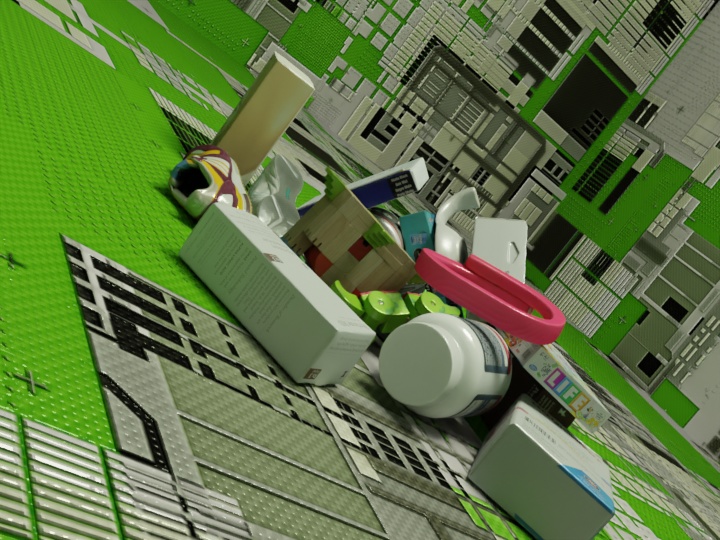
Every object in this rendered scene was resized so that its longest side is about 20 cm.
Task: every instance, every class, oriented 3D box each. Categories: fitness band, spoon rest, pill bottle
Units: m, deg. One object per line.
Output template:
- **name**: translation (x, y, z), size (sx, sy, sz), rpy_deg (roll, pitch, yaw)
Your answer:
- **fitness band**: translation (0.158, 0.029, 1.184), size (0.198, 0.038, 0.143), rpy_deg (30, 17, 14)
- **spoon rest**: translation (0.141, -0.051, 1.497), size (0.202, 0.060, 0.100), rpy_deg (-68, 145, -46)
- **pill bottle**: translation (0.016, -0.041, 1.516), size (0.113, 0.114, 0.200), rpy_deg (38, 10, -1)
- **pill bottle**: translation (0.099, 0.112, 1.131), size (0.119, 0.120, 0.199), rpy_deg (43, 10, 23)

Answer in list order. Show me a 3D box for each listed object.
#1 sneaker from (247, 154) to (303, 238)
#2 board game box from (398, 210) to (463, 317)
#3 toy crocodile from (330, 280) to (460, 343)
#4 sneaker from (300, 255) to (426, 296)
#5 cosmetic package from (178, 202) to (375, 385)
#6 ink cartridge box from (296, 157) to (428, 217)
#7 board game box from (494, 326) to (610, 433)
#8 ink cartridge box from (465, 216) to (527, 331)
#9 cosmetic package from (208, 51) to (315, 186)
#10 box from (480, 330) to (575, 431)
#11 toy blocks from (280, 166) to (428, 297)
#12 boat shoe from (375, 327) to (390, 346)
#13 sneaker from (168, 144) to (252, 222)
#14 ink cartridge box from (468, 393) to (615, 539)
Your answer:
- **sneaker**: translation (-0.126, -0.076, 1.314), size (0.070, 0.080, 0.202), rpy_deg (42, 27, -23)
- **board game box**: translation (0.117, 0.013, 1.525), size (0.151, 0.046, 0.204), rpy_deg (2, 75, -76)
- **toy crocodile**: translation (0.042, 0.052, 1.206), size (0.197, 0.068, 0.062), rpy_deg (4, 46, -33)
- **sneaker**: translation (0.000, 0.000, 1.309), size (0.197, 0.085, 0.077), rpy_deg (23, 2, -8)
- **cosmetic package**: translation (-0.086, 0.024, 0.988), size (0.200, 0.074, 0.101), rpy_deg (42, 11, 22)
- **ink cartridge box**: translation (-0.001, -0.110, 1.436), size (0.200, 0.196, 0.041), rpy_deg (-44, 114, -74)
- **board game box**: translation (0.237, 0.115, 1.247), size (0.134, 0.034, 0.200), rpy_deg (43, 8, -18)
- **ink cartridge box**: translation (0.204, 0.041, 1.471), size (0.082, 0.202, 0.147), rpy_deg (5, 47, 7)
- **cosmetic package**: translation (-0.154, -0.215, 1.415), size (0.071, 0.201, 0.105), rpy_deg (34, 10, -17)
- **box**: translation (0.215, 0.175, 1.336), size (0.074, 0.101, 0.200), rpy_deg (34, 10, -21)
- **toy blocks**: translation (-0.023, -0.010, 1.213), size (0.200, 0.137, 0.100), rpy_deg (45, 4, -34)
- **boat shoe**: translation (0.089, 0.105, 1.288), size (0.199, 0.062, 0.073), rpy_deg (37, 12, -9)
- **sneaker**: translation (-0.199, -0.119, 1.196), size (0.090, 0.075, 0.200), rpy_deg (37, 8, -38)
- **ink cartridge box**: translation (0.212, 0.233, 1.114), size (0.144, 0.085, 0.200), rpy_deg (41, 11, 9)
